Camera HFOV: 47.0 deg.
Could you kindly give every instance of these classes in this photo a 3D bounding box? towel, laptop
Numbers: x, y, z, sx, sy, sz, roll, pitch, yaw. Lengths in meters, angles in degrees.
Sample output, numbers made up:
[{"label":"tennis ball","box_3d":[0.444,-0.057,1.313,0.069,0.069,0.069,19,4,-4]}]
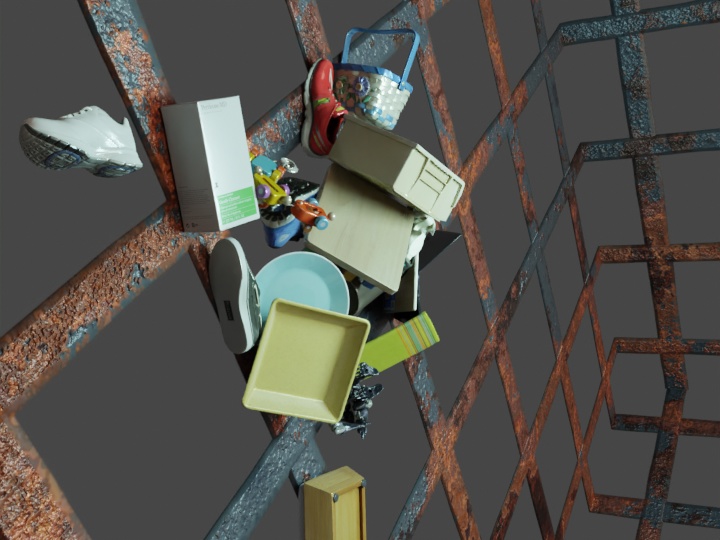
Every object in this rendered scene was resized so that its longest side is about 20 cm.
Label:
[{"label":"towel","box_3d":[0.066,0.162,1.765,0.086,0.199,0.018,62,1,-33]},{"label":"laptop","box_3d":[0.148,0.017,1.864,0.187,0.115,0.202,-160,-115,-74]}]

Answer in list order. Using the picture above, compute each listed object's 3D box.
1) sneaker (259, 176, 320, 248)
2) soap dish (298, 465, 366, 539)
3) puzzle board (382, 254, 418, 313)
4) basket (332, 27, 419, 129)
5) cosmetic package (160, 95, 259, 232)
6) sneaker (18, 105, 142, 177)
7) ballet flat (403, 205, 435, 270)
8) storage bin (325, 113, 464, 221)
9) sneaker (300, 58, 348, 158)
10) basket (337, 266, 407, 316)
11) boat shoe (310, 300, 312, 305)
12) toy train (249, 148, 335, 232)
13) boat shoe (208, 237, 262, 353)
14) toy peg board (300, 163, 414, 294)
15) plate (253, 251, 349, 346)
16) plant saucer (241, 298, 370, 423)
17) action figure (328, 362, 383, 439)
[{"label":"sneaker","box_3d":[-0.133,-0.107,1.529,0.200,0.078,0.090,-56,158,-53]},{"label":"soap dish","box_3d":[-0.051,0.501,1.627,0.157,0.081,0.202,0,88,-60]},{"label":"puzzle board","box_3d":[0.090,0.015,1.816,0.017,0.200,0.152,3,84,-16]},{"label":"basket","box_3d":[0.026,-0.400,1.702,0.139,0.175,0.202,24,79,-54]},{"label":"cosmetic package","box_3d":[-0.238,-0.170,1.321,0.107,0.084,0.202,-28,114,-54]},{"label":"sneaker","box_3d":[-0.378,-0.179,1.109,0.200,0.074,0.088,6,72,-67]},{"label":"ballet flat","box_3d":[0.113,-0.076,1.666,0.068,0.068,0.201,42,56,-29]},{"label":"storage bin","box_3d":[0.069,-0.192,1.595,0.198,0.199,0.094,27,92,-51]},{"label":"sneaker","box_3d":[-0.062,-0.319,1.634,0.077,0.084,0.202,13,79,-61]},{"label":"basket","box_3d":[0.000,0.000,1.687,0.200,0.135,0.181,-44,153,-45]},{"label":"boat shoe","box_3d":[-0.098,0.101,1.577,0.072,0.059,0.202,-49,132,-63]},{"label":"toy train","box_3d":[-0.136,-0.131,1.433,0.149,0.200,0.056,16,118,-38]},{"label":"boat shoe","box_3d":[-0.205,0.037,1.393,0.064,0.070,0.202,-33,125,-55]},{"label":"toy peg board","box_3d":[-0.017,-0.064,1.589,0.198,0.098,0.201,29,51,-18]},{"label":"plate","box_3d":[-0.116,0.063,1.496,0.198,0.026,0.202,-6,104,-22]},{"label":"plant saucer","box_3d":[-0.102,0.159,1.481,0.199,0.048,0.202,15,95,-27]},{"label":"action figure","box_3d":[-0.021,0.266,1.670,0.201,0.101,0.120,112,-29,-50]}]
